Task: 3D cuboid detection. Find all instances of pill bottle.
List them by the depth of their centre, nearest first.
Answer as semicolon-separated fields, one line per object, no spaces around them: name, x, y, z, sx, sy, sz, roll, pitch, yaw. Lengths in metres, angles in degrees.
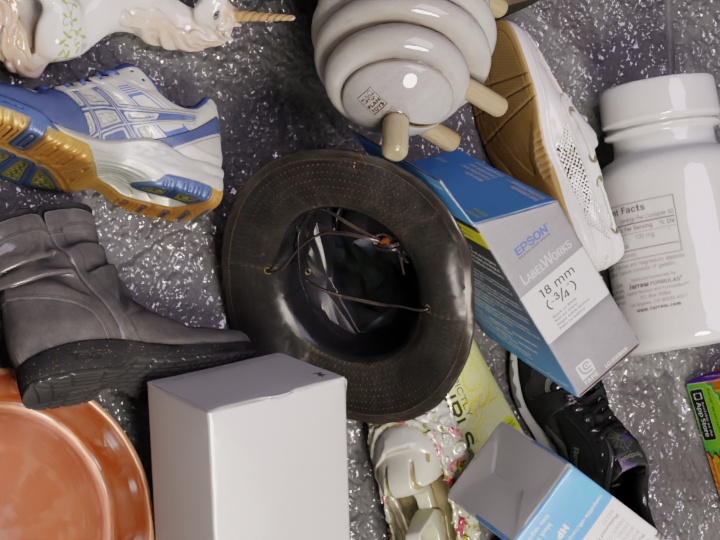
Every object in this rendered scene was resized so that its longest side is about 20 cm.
pill bottle;0.238;-0.042;1.652;0.114;0.114;0.200;-6;85;-33

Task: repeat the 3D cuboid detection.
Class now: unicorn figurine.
unicorn figurine;-0.167;-0.189;1.459;0.200;0.074;0.138;-29;107;-18

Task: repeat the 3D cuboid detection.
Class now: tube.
tube;0.065;0.074;1.564;0.058;0.052;0.200;-23;100;11

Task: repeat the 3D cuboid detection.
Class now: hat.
hat;0.000;0.000;1.485;0.201;0.200;0.081;58;29;-11

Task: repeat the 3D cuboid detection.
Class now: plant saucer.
plant saucer;-0.225;0.162;1.376;0.200;0.032;0.201;6;78;-30

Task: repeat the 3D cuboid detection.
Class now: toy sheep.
toy sheep;0.031;-0.153;1.474;0.138;0.138;0.200;24;44;-26

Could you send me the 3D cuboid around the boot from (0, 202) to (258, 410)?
boot;-0.158;0.015;1.421;0.200;0.070;0.132;3;58;-51

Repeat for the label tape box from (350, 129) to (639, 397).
label tape box;0.094;-0.023;1.510;0.063;0.144;0.200;-39;120;-10

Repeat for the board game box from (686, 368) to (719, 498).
board game box;0.410;0.142;1.675;0.200;0.200;0.200;-18;92;-33

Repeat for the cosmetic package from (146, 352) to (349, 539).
cosmetic package;-0.069;0.164;1.407;0.107;0.085;0.200;-10;105;-33

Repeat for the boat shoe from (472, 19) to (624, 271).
boat shoe;0.141;-0.091;1.624;0.069;0.071;0.200;-13;84;-36

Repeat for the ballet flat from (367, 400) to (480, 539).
ballet flat;0.045;0.165;1.515;0.064;0.076;0.200;-16;89;-66

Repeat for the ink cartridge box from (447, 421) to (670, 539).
ink cartridge box;0.168;0.194;1.483;0.200;0.116;0.067;38;86;-22

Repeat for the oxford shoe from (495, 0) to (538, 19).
oxford shoe;0.060;-0.208;1.598;0.200;0.071;0.071;-12;84;-32

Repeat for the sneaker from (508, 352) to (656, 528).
sneaker;0.174;0.120;1.599;0.076;0.088;0.200;-15;90;-33

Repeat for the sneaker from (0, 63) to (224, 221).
sneaker;-0.178;-0.097;1.435;0.200;0.075;0.088;18;65;-38
